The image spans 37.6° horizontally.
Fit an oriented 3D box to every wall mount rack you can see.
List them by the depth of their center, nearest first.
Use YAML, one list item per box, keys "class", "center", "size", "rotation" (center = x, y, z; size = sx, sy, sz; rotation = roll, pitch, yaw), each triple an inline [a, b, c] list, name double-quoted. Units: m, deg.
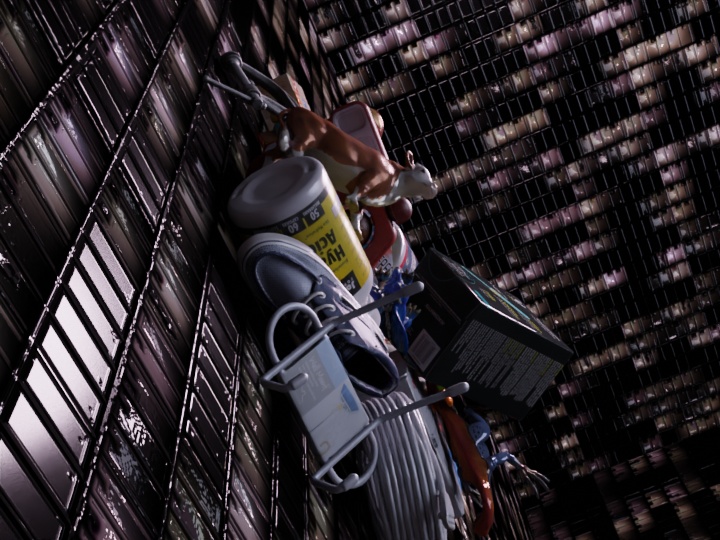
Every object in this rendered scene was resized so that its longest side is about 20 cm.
- class: "wall mount rack"
  center: [0.002, 0.106, 0.990]
  size: [0.074, 0.174, 0.201]
  rotation: [3, -56, 52]

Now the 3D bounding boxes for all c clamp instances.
- class: "c clamp"
  center: [-0.130, -0.231, 1.337]
  size: [0.170, 0.027, 0.200]
  rotation: [29, 15, -24]

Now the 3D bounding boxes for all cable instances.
- class: "cable"
  center: [0.041, 0.232, 1.126]
  size: [0.200, 0.069, 0.201]
  rotation: [90, -14, -58]

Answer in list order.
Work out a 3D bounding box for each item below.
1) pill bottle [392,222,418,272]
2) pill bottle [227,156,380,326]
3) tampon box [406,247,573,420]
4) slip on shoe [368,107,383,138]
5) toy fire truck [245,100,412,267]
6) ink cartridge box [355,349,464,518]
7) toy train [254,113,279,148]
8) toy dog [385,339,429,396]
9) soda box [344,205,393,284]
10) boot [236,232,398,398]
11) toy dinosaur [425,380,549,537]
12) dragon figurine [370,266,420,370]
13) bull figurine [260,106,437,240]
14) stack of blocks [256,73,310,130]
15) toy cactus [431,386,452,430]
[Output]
- class: "pill bottle"
  center: [0.038, 0.000, 1.768]
  size: [0.200, 0.119, 0.120]
  rotation: [56, 14, -63]
- class: "pill bottle"
  center: [-0.052, -0.011, 1.125]
  size: [0.111, 0.111, 0.201]
  rotation: [-101, 167, -58]
- class: "tampon box"
  center: [0.156, 0.089, 1.439]
  size: [0.200, 0.126, 0.150]
  rotation: [27, 14, -37]
- class: "slip on shoe"
  center: [-0.017, -0.142, 1.382]
  size: [0.074, 0.061, 0.200]
  rotation: [46, -31, 11]
- class: "toy fire truck"
  center: [-0.032, -0.083, 1.263]
  size: [0.112, 0.167, 0.201]
  rotation: [-3, 71, -83]
- class: "ink cartridge box"
  center: [0.062, 0.221, 1.399]
  size: [0.146, 0.086, 0.201]
  rotation: [-77, 143, -79]
- class: "toy train"
  center: [-0.096, -0.123, 1.410]
  size: [0.200, 0.055, 0.151]
  rotation: [-112, -169, -46]
- class: "toy dog"
  center: [0.062, 0.139, 1.554]
  size: [0.096, 0.132, 0.200]
  rotation: [32, 32, -24]
- class: "soda box"
  center: [0.000, 0.000, 1.407]
  size: [0.068, 0.064, 0.200]
  rotation: [35, -25, 25]
- class: "boot"
  center: [-0.036, 0.044, 1.039]
  size: [0.200, 0.073, 0.090]
  rotation: [40, 9, -31]
- class: "toy dinosaur"
  center: [0.136, 0.253, 1.373]
  size: [0.200, 0.105, 0.182]
  rotation: [35, 22, -5]
- class: "dragon figurine"
  center: [0.034, 0.064, 1.269]
  size: [0.100, 0.059, 0.201]
  rotation: [-68, 160, -50]
- class: "bull figurine"
  center: [-0.014, -0.109, 1.186]
  size: [0.199, 0.065, 0.122]
  rotation: [28, 45, -1]
- class: "stack of blocks"
  center: [-0.090, -0.184, 1.594]
  size: [0.115, 0.058, 0.201]
  rotation: [10, 58, -82]
- class: "toy cactus"
  center: [0.078, 0.174, 1.758]
  size: [0.201, 0.102, 0.165]
  rotation: [65, -12, -2]
